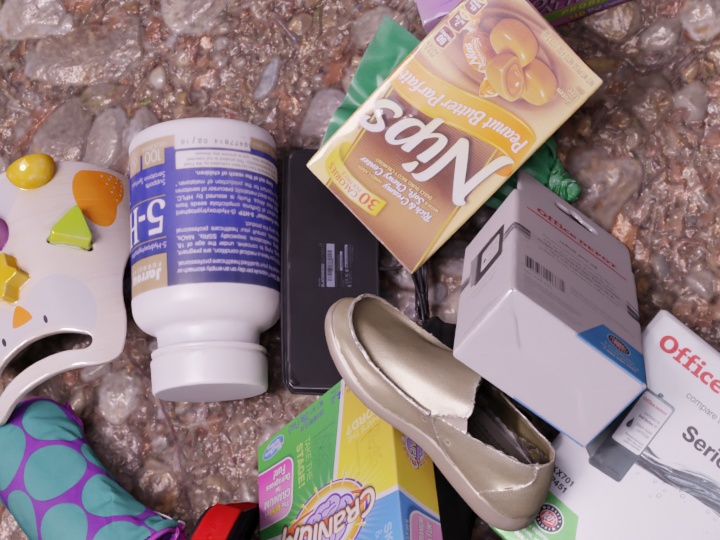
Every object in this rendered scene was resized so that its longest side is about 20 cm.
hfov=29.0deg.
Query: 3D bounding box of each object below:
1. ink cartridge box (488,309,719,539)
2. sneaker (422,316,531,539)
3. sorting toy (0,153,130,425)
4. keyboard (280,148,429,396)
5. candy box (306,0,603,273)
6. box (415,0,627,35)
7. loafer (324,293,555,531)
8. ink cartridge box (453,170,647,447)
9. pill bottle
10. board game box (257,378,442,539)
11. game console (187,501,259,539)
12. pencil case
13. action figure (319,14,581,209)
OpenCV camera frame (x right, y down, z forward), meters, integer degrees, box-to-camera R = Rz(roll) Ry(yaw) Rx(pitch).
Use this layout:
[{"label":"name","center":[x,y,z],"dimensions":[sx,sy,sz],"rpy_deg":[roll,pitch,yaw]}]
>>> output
[{"label":"ink cartridge box","center":[0.209,0.151,0.985],"dimensions":[0.146,0.083,0.201],"rpy_deg":[39,89,18]},{"label":"sneaker","center":[0.081,0.134,1.028],"dimensions":[0.089,0.076,0.203],"rpy_deg":[2,79,10]},{"label":"sorting toy","center":[-0.262,0.023,1.099],"dimensions":[0.198,0.107,0.181],"rpy_deg":[-29,59,6]},{"label":"keyboard","center":[0.000,0.000,1.078],"dimensions":[0.125,0.021,0.203],"rpy_deg":[2,69,-8]},{"label":"candy box","center":[0.069,-0.110,1.029],"dimensions":[0.115,0.055,0.200],"rpy_deg":[44,102,-2]},{"label":"box","center":[0.111,-0.294,1.102],"dimensions":[0.174,0.097,0.203],"rpy_deg":[-19,73,9]},{"label":"loafer","center":[0.060,0.083,0.944],"dimensions":[0.200,0.076,0.068],"rpy_deg":[44,127,6]},{"label":"ink cartridge box","center":[0.134,0.020,0.985],"dimensions":[0.115,0.201,0.067],"rpy_deg":[35,116,-10]},{"label":"pill bottle","center":[-0.120,-0.005,1.081],"dimensions":[0.118,0.120,0.203],"rpy_deg":[-7,76,12]},{"label":"board game box","center":[-0.010,0.176,0.976],"dimensions":[0.153,0.040,0.202],"rpy_deg":[-41,36,31]},{"label":"game console","center":[-0.123,0.261,0.994],"dimensions":[0.031,0.177,0.202],"rpy_deg":[23,84,9]},{"label":"pencil case","center":[-0.209,0.178,1.050],"dimensions":[0.092,0.086,0.199],"rpy_deg":[-34,47,-23]},{"label":"action figure","center":[0.081,-0.101,1.084],"dimensions":[0.198,0.055,0.119],"rpy_deg":[27,94,8]}]
